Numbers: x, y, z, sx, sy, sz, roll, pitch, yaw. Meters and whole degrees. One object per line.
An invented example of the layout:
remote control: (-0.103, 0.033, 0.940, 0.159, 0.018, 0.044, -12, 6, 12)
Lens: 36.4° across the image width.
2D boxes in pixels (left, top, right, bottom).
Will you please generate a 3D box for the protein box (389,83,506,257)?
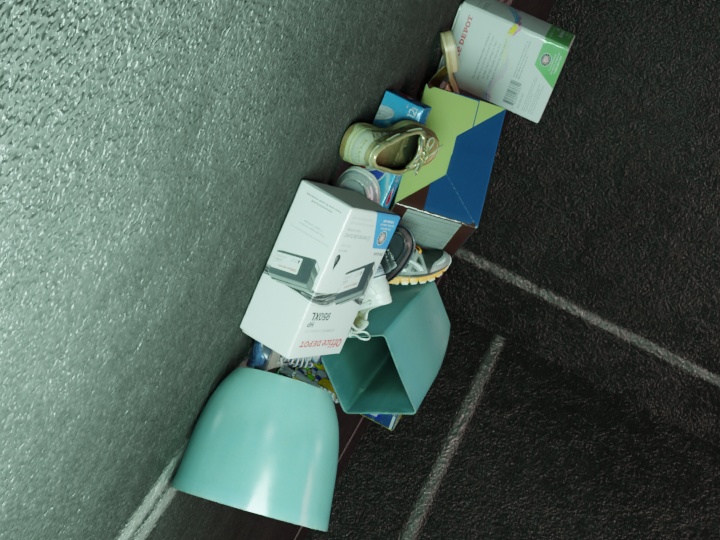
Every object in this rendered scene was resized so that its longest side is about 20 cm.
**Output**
protein box: (0.125, -0.152, 1.737, 0.200, 0.133, 0.202, 120, -15, -76)

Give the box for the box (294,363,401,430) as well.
box: (-0.012, 0.188, 1.868, 0.065, 0.198, 0.071, -55, 168, -40)

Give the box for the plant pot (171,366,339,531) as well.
plant pot: (-0.115, 0.212, 1.341, 0.201, 0.197, 0.164, 79, 25, -77)

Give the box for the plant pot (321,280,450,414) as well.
plant pot: (0.051, 0.107, 1.723, 0.200, 0.139, 0.143, -47, 123, -45)

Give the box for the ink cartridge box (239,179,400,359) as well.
ink cartridge box: (-0.049, 0.001, 1.365, 0.144, 0.083, 0.203, 2, 114, -63)

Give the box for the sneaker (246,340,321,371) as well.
sneaker: (-0.089, 0.095, 1.494, 0.078, 0.084, 0.200, -67, 171, 20)

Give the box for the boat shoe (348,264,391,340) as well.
boat shoe: (-0.016, 0.066, 1.591, 0.074, 0.087, 0.201, -16, 168, -41)

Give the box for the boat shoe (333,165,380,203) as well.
boat shoe: (-0.031, -0.048, 1.494, 0.204, 0.074, 0.065, -62, 179, 33)

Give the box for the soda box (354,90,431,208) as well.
soda box: (0.032, -0.156, 1.590, 0.203, 0.063, 0.068, -67, 171, 14)

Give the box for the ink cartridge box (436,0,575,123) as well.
ink cartridge box: (0.247, -0.368, 1.875, 0.088, 0.197, 0.147, -58, 170, -55)

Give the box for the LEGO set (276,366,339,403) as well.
LEGO set: (-0.108, 0.256, 1.741, 0.202, 0.114, 0.155, -60, 171, -28)

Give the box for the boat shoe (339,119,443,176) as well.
boat shoe: (0.052, -0.159, 1.481, 0.198, 0.062, 0.074, -12, 125, -50)

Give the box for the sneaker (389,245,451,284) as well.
sneaker: (0.051, -0.020, 1.739, 0.078, 0.196, 0.079, -149, -124, -70)

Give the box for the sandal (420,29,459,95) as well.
sandal: (0.132, -0.308, 1.828, 0.213, 0.068, 0.079, 76, 3, -52)

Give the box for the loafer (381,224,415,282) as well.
loafer: (0.000, 0.000, 1.643, 0.199, 0.073, 0.063, -34, 172, 36)
